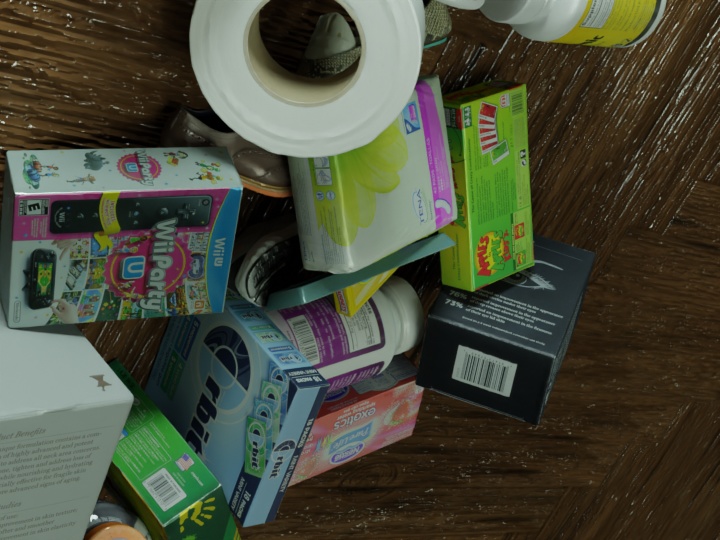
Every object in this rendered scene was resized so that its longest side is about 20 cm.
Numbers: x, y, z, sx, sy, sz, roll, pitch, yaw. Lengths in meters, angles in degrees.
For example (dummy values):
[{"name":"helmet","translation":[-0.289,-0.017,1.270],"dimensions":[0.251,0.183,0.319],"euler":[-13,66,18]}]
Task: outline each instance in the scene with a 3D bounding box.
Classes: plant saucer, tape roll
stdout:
[{"name":"plant saucer","translation":[0.000,0.000,1.645],"dimensions":[0.199,0.070,0.019],"euler":[-22,95,-36]},{"name":"tape roll","translation":[-0.044,-0.202,1.442],"dimensions":[0.200,0.071,0.204],"euler":[2,115,5]}]

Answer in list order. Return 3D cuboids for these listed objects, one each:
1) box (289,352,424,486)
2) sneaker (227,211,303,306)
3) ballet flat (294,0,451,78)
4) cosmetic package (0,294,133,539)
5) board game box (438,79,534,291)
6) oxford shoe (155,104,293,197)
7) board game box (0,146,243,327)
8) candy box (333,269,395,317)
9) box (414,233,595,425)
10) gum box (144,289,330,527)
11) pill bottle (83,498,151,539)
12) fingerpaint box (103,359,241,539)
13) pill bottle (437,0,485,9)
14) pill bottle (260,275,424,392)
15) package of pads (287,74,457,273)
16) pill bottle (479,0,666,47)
[{"name":"box","translation":[-0.038,0.151,1.860],"dimensions":[0.199,0.103,0.095],"euler":[-19,137,-34]},{"name":"sneaker","translation":[-0.074,-0.030,1.686],"dimensions":[0.200,0.079,0.075],"euler":[-29,125,-48]},{"name":"ballet flat","translation":[0.002,-0.221,1.586],"dimensions":[0.199,0.068,0.076],"euler":[-30,120,-28]},{"name":"cosmetic package","translation":[-0.334,0.150,1.503],"dimensions":[0.166,0.166,0.201],"euler":[-4,128,-43]},{"name":"board game box","translation":[0.130,-0.091,1.774],"dimensions":[0.101,0.047,0.202],"euler":[-21,115,-39]},{"name":"oxford shoe","translation":[-0.098,-0.116,1.570],"dimensions":[0.199,0.071,0.073],"euler":[-2,122,-44]},{"name":"board game box","translation":[-0.214,-0.031,1.490],"dimensions":[0.198,0.064,0.148],"euler":[-4,130,-20]},{"name":"candy box","translation":[0.033,-0.051,1.743],"dimensions":[0.200,0.026,0.103],"euler":[-46,144,-33]},{"name":"box","translation":[0.162,0.052,1.858],"dimensions":[0.200,0.147,0.105],"euler":[-58,162,-49]},{"name":"gum box","translation":[-0.127,0.121,1.655],"dimensions":[0.044,0.200,0.171],"euler":[-5,128,-43]},{"name":"pill bottle","translation":[-0.267,0.277,1.652],"dimensions":[0.105,0.200,0.107],"euler":[1,87,-26]},{"name":"fingerpaint box","translation":[-0.199,0.213,1.670],"dimensions":[0.073,0.200,0.168],"euler":[-33,142,-17]},{"name":"pill bottle","translation":[0.103,-0.348,1.513],"dimensions":[0.113,0.113,0.201],"euler":[3,122,-47]},{"name":"pill bottle","translation":[-0.033,0.069,1.778],"dimensions":[0.199,0.112,0.113],"euler":[-16,135,-35]},{"name":"package of pads","translation":[0.012,-0.092,1.621],"dimensions":[0.199,0.068,0.156],"euler":[-26,113,-49]},{"name":"pill bottle","translation":[0.207,-0.283,1.684],"dimensions":[0.199,0.111,0.112],"euler":[-2,126,-44]}]
